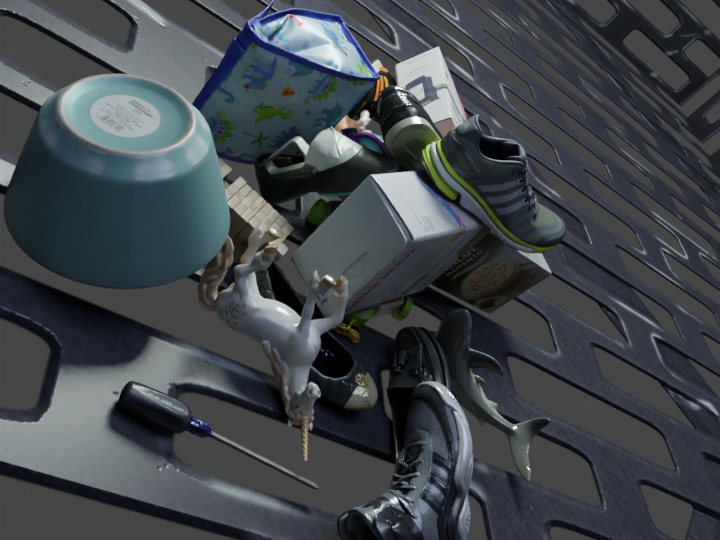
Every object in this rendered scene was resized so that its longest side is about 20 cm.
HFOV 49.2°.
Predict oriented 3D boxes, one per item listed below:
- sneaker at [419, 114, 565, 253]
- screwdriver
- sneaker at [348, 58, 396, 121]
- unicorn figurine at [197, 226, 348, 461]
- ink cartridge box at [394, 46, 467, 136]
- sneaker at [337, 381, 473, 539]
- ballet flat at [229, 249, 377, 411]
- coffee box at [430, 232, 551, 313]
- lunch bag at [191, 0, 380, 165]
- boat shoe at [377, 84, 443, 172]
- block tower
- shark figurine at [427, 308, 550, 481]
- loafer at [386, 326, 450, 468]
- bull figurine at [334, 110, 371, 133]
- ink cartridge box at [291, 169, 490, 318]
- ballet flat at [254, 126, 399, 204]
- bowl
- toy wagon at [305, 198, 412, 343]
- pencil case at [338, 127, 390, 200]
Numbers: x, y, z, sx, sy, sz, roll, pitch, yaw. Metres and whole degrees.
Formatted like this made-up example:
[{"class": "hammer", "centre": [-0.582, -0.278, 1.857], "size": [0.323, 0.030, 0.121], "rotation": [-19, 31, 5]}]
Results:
[{"class": "sneaker", "centre": [0.158, -0.089, 0.844], "size": [0.198, 0.081, 0.075], "rotation": [30, 37, -28]}, {"class": "screwdriver", "centre": [-0.116, 0.144, 0.673], "size": [0.198, 0.028, 0.029], "rotation": [32, 6, -27]}, {"class": "sneaker", "centre": [0.025, -0.265, 1.225], "size": [0.090, 0.070, 0.201], "rotation": [39, 31, -7]}, {"class": "unicorn figurine", "centre": [-0.074, 0.053, 0.745], "size": [0.199, 0.139, 0.074], "rotation": [37, 15, 21]}, {"class": "ink cartridge box", "centre": [0.120, -0.226, 1.235], "size": [0.203, 0.083, 0.146], "rotation": [-91, 157, -45]}, {"class": "sneaker", "centre": [0.041, 0.199, 0.714], "size": [0.112, 0.075, 0.205], "rotation": [13, 70, -35]}, {"class": "ballet flat", "centre": [-0.054, 0.066, 0.797], "size": [0.200, 0.057, 0.067], "rotation": [45, 34, -5]}, {"class": "coffee box", "centre": [0.156, -0.023, 1.055], "size": [0.198, 0.114, 0.081], "rotation": [24, 38, -49]}, {"class": "lunch bag", "centre": [-0.105, -0.216, 0.927], "size": [0.198, 0.170, 0.129], "rotation": [-17, 68, -53]}, {"class": "boat shoe", "centre": [0.068, -0.141, 0.912], "size": [0.068, 0.071, 0.200], "rotation": [63, 8, 27]}, {"class": "block tower", "centre": [-0.159, -0.081, 0.831], "size": [0.200, 0.054, 0.058], "rotation": [45, 33, -6]}, {"class": "shark figurine", "centre": [0.120, 0.148, 0.925], "size": [0.090, 0.127, 0.216], "rotation": [-46, 112, -33]}, {"class": "loafer", "centre": [0.058, 0.141, 0.843], "size": [0.062, 0.072, 0.203], "rotation": [17, 45, -29]}, {"class": "bull figurine", "centre": [-0.061, -0.230, 1.090], "size": [0.120, 0.065, 0.202], "rotation": [-13, 63, -53]}, {"class": "ink cartridge box", "centre": [0.042, -0.034, 0.861], "size": [0.198, 0.145, 0.085], "rotation": [-14, 66, -54]}, {"class": "ballet flat", "centre": [-0.049, -0.116, 0.874], "size": [0.068, 0.197, 0.069], "rotation": [-50, 124, -42]}, {"class": "bowl", "centre": [-0.203, -0.092, 0.679], "size": [0.196, 0.106, 0.203], "rotation": [11, 43, -10]}, {"class": "toy wagon", "centre": [0.000, 0.000, 0.947], "size": [0.154, 0.040, 0.202], "rotation": [33, 35, -21]}, {"class": "pencil case", "centre": [0.020, -0.129, 1.018], "size": [0.200, 0.090, 0.087], "rotation": [-10, 99, -74]}]
